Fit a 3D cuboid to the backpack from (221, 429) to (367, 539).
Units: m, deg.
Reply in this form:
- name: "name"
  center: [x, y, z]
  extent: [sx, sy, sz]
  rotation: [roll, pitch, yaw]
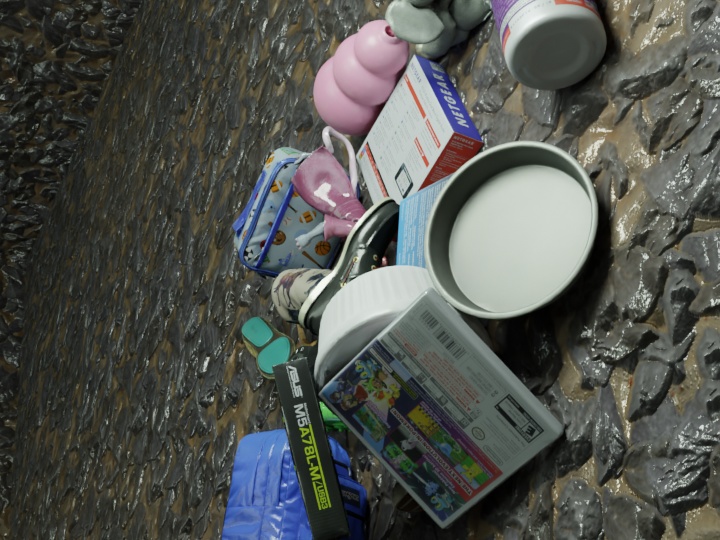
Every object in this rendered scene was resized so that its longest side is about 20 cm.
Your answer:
- name: "backpack"
  center: [-0.076, 0.306, 1.396]
  extent: [0.167, 0.162, 0.201]
  rotation: [-13, 61, 28]

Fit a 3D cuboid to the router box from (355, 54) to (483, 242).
- name: "router box"
  center: [0.074, -0.162, 1.462]
  extent: [0.180, 0.049, 0.201]
  rotation: [-58, 31, 30]

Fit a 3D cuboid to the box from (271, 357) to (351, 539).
- name: "box"
  center: [-0.055, 0.206, 1.222]
  extent: [0.200, 0.047, 0.194]
  rotation: [96, 161, -77]

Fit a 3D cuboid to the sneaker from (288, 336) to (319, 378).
- name: "sneaker"
  center: [-0.027, 0.124, 1.461]
  extent: [0.200, 0.090, 0.076]
  rotation: [-35, 36, 53]

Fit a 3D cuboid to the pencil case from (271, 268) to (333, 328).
- name: "pencil case"
  center: [-0.042, 0.043, 1.523]
  extent: [0.078, 0.090, 0.200]
  rotation: [-45, 26, -25]

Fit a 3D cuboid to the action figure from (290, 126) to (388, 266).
- name: "action figure"
  center: [-0.011, -0.076, 1.499]
  extent: [0.149, 0.134, 0.200]
  rotation: [-51, 55, 15]

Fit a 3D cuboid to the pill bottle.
- name: "pill bottle"
  center: [0.202, -0.311, 1.222]
  extent: [0.111, 0.111, 0.201]
  rotation: [-48, 37, 42]

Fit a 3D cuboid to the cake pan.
- name: "cake pan"
  center: [0.163, -0.040, 1.152]
  extent: [0.199, 0.037, 0.201]
  rotation: [-13, 64, 28]

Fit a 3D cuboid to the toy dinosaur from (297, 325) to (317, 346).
- name: "toy dinosaur"
  center: [-0.063, 0.122, 1.592]
  extent: [0.106, 0.060, 0.200]
  rotation: [-52, 23, -21]

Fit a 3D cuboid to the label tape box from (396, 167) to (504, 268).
- name: "label tape box"
  center: [0.123, -0.041, 1.288]
  extent: [0.200, 0.066, 0.144]
  rotation: [-23, 56, 51]

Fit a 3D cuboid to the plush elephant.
- name: "plush elephant"
  center: [0.092, -0.372, 1.416]
  extent: [0.200, 0.154, 0.166]
  rotation: [29, 102, 63]

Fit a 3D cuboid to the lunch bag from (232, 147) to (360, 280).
- name: "lunch bag"
  center: [-0.102, -0.077, 1.634]
  extent: [0.201, 0.159, 0.076]
  rotation: [-65, 28, 17]

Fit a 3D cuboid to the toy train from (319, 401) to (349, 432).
- name: "toy train"
  center: [-0.033, 0.197, 1.474]
  extent: [0.200, 0.056, 0.042]
  rotation: [-15, 63, 60]

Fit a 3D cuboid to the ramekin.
- name: "ramekin"
  center: [0.043, 0.083, 1.224]
  extent: [0.203, 0.201, 0.095]
  rotation: [-56, 31, 33]

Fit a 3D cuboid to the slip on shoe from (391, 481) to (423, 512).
- name: "slip on shoe"
  center: [0.100, 0.191, 1.196]
  extent: [0.200, 0.076, 0.061]
  rotation: [-54, 40, 30]

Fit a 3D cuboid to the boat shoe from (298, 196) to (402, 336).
- name: "boat shoe"
  center: [0.001, 0.001, 1.382]
  extent: [0.063, 0.074, 0.202]
  rotation: [30, 84, 30]

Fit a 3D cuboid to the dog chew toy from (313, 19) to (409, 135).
- name: "dog chew toy"
  center: [0.009, -0.280, 1.545]
  extent: [0.200, 0.124, 0.125]
  rotation: [130, 146, -57]

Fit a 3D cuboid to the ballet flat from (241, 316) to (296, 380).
- name: "ballet flat"
  center: [-0.132, 0.132, 1.692]
  extent: [0.200, 0.070, 0.071]
  rotation: [40, 112, 62]

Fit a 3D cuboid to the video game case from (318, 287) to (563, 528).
- name: "video game case"
  center: [0.080, 0.147, 1.131]
  extent: [0.182, 0.200, 0.023]
  rotation: [-45, -3, 27]
